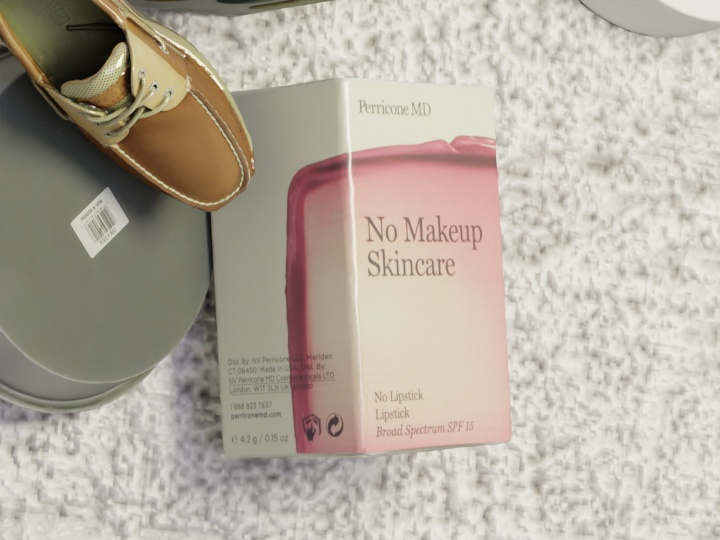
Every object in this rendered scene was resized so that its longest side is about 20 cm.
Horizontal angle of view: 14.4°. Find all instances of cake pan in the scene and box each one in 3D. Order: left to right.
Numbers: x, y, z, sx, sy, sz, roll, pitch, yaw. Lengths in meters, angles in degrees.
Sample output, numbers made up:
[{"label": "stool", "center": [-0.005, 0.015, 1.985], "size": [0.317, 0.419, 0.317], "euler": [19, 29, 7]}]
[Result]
[{"label": "cake pan", "center": [-0.151, -0.026, 1.509], "size": [0.200, 0.037, 0.201], "euler": [6, 81, -44]}]

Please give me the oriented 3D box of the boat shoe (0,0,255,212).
[{"label": "boat shoe", "center": [-0.132, -0.101, 1.444], "size": [0.076, 0.074, 0.200], "euler": [-39, 113, 14]}]

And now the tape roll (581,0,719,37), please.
[{"label": "tape roll", "center": [0.197, -0.244, 1.709], "size": [0.201, 0.071, 0.204], "euler": [2, 86, -26]}]

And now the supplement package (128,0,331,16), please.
[{"label": "supplement package", "center": [-0.039, -0.222, 1.494], "size": [0.151, 0.199, 0.152], "euler": [0, 87, -52]}]

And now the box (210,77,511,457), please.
[{"label": "box", "center": [0.000, 0.000, 1.556], "size": [0.128, 0.109, 0.201], "euler": [-1, 88, -47]}]
